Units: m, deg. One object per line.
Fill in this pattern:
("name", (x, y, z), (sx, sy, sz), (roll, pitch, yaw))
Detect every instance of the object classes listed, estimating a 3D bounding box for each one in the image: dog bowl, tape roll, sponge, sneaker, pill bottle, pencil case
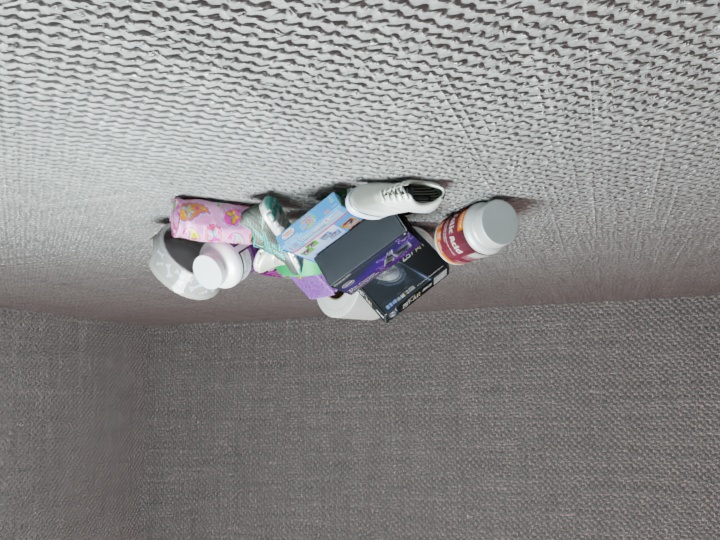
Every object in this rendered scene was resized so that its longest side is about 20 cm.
("dog bowl", (-0.390, -0.029, 1.629), (0.198, 0.202, 0.059), (9, 133, -45))
("tape roll", (-0.108, -0.043, 1.693), (0.196, 0.049, 0.201), (-9, -162, 3))
("sponge", (-0.156, -0.006, 1.884), (0.110, 0.030, 0.201), (-12, 126, 49))
("sneaker", (0.069, -0.145, 1.354), (0.196, 0.075, 0.071), (-8, 164, -19))
("sneaker", (-0.146, -0.050, 1.568), (0.198, 0.082, 0.075), (-33, 160, -13))
("pill bottle", (-0.282, -0.034, 1.584), (0.110, 0.115, 0.200), (-7, -161, 31))
("pill bottle", (0.253, -0.084, 1.560), (0.112, 0.117, 0.199), (3, 169, -21))
("pencil case", (-0.297, -0.102, 1.493), (0.196, 0.090, 0.087), (3, 170, -28))
("sneaker", (-0.183, -0.066, 1.482), (0.089, 0.078, 0.202), (-14, 130, 16))
("tape roll", (-0.016, 0.031, 1.948), (0.137, 0.208, 0.201), (7, 168, -40))

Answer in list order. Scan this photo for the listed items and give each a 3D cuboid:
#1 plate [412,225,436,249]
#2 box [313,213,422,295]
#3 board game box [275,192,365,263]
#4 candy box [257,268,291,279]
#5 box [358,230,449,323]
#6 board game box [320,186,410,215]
("plate", (0.099, -0.030, 1.790), (0.195, 0.204, 0.026), (1, -149, -12))
("box", (0.019, -0.042, 1.504), (0.198, 0.080, 0.141), (-36, 159, 11))
("board game box", (-0.065, -0.079, 1.459), (0.150, 0.037, 0.199), (-36, 159, 13))
("candy box", (-0.186, -0.015, 2.090), (0.135, 0.063, 0.198), (-10, 167, 42))
("box", (0.085, 0.002, 1.658), (0.198, 0.161, 0.044), (-35, 153, -14))
("board game box", (0.023, -0.138, 1.495), (0.197, 0.024, 0.104), (8, 168, -44))
